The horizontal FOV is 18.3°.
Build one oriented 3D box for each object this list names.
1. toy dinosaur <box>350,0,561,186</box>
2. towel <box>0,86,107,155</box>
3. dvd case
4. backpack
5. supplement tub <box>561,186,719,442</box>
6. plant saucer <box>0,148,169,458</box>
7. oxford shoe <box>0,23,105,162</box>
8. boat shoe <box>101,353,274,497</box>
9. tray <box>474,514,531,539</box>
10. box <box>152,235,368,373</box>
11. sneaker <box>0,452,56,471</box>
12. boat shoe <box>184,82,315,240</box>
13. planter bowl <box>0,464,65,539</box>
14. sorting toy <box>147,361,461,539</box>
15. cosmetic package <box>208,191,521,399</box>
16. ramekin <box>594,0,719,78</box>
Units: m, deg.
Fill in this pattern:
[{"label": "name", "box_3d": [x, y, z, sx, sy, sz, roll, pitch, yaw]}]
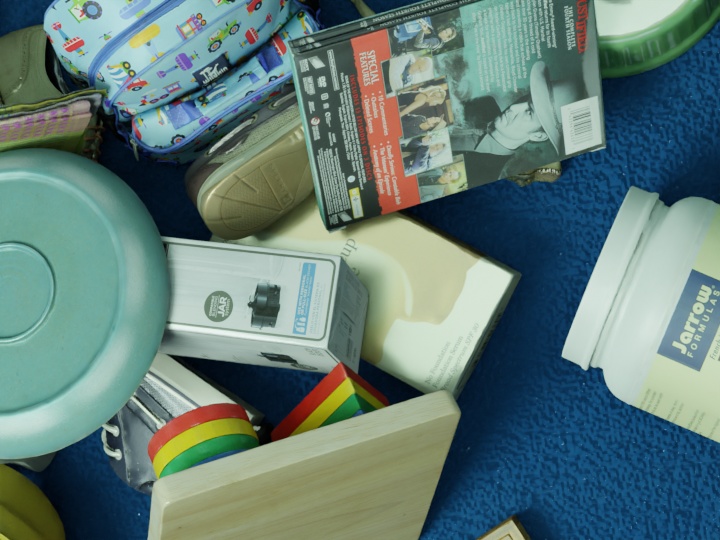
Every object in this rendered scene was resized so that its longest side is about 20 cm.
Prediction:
[{"label": "toy dinosaur", "box_3d": [0.066, -0.138, 1.522, 0.200, 0.088, 0.047, 47, 54, 6]}, {"label": "towel", "box_3d": [-0.268, -0.078, 1.450, 0.198, 0.144, 0.023, -11, 80, -16]}, {"label": "dvd case", "box_3d": [0.059, -0.112, 1.437, 0.198, 0.022, 0.147, -17, 131, -6]}, {"label": "backpack", "box_3d": [-0.114, -0.164, 1.480, 0.182, 0.200, 0.135, -31, 85, -2]}, {"label": "supplement tub", "box_3d": [0.245, 0.039, 1.462, 0.199, 0.145, 0.146, 23, 93, 7]}, {"label": "plant saucer", "box_3d": [-0.218, 0.016, 1.402, 0.198, 0.027, 0.202, -3, 76, 12]}, {"label": "oxford shoe", "box_3d": [-0.209, -0.079, 1.567, 0.073, 0.071, 0.201, -26, 86, 4]}, {"label": "boat shoe", "box_3d": [-0.164, 0.091, 1.555, 0.199, 0.075, 0.093, 35, 91, 9]}, {"label": "tray", "box_3d": [0.049, 0.266, 1.543, 0.199, 0.037, 0.099, -34, 85, 6]}, {"label": "box", "box_3d": [-0.102, 0.021, 1.452, 0.198, 0.117, 0.061, 6, 79, 12]}, {"label": "sneaker", "box_3d": [-0.274, 0.080, 1.512, 0.115, 0.200, 0.074, 23, 75, 11]}, {"label": "boat shoe", "box_3d": [-0.030, -0.097, 1.478, 0.199, 0.072, 0.065, -35, 47, -9]}, {"label": "planter bowl", "box_3d": [-0.266, 0.189, 1.544, 0.199, 0.201, 0.084, 23, 49, 8]}, {"label": "sorting toy", "box_3d": [-0.051, 0.137, 1.460, 0.198, 0.199, 0.070, -16, 62, -17]}, {"label": "cosmetic package", "box_3d": [0.000, 0.000, 1.534, 0.199, 0.071, 0.106, 27, 93, 8]}, {"label": "ramekin", "box_3d": [0.162, -0.233, 1.499, 0.198, 0.098, 0.202, 0, 90, 8]}]
